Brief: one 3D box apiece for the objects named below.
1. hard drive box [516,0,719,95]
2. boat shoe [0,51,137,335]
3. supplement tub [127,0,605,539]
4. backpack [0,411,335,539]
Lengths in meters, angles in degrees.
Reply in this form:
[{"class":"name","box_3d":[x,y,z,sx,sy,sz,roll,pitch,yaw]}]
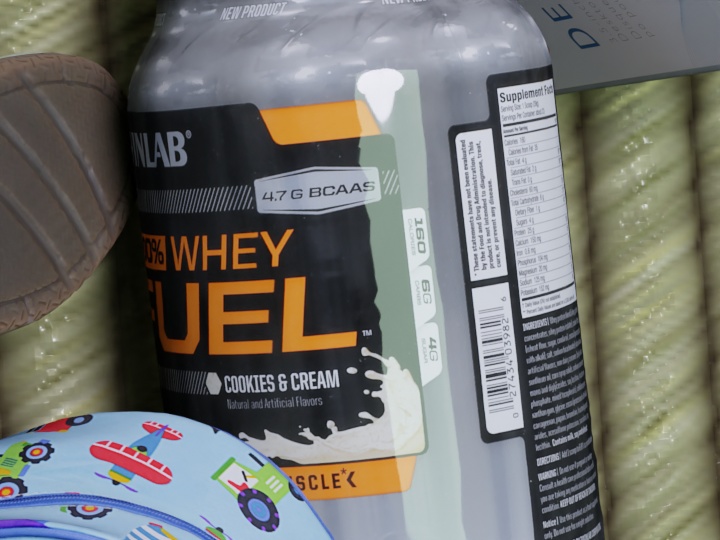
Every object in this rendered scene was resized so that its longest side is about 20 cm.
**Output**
[{"class":"hard drive box","box_3d":[0.068,-0.133,0.801,0.156,0.200,0.077,43,72,-18]},{"class":"boat shoe","box_3d":[-0.141,-0.001,0.766,0.200,0.076,0.072,-38,109,-46]},{"class":"supplement tub","box_3d":[0.000,0.000,0.803,0.122,0.122,0.201,-9,95,-26]},{"class":"backpack","box_3d":[-0.092,0.135,0.714,0.199,0.135,0.184,-17,97,7]}]
